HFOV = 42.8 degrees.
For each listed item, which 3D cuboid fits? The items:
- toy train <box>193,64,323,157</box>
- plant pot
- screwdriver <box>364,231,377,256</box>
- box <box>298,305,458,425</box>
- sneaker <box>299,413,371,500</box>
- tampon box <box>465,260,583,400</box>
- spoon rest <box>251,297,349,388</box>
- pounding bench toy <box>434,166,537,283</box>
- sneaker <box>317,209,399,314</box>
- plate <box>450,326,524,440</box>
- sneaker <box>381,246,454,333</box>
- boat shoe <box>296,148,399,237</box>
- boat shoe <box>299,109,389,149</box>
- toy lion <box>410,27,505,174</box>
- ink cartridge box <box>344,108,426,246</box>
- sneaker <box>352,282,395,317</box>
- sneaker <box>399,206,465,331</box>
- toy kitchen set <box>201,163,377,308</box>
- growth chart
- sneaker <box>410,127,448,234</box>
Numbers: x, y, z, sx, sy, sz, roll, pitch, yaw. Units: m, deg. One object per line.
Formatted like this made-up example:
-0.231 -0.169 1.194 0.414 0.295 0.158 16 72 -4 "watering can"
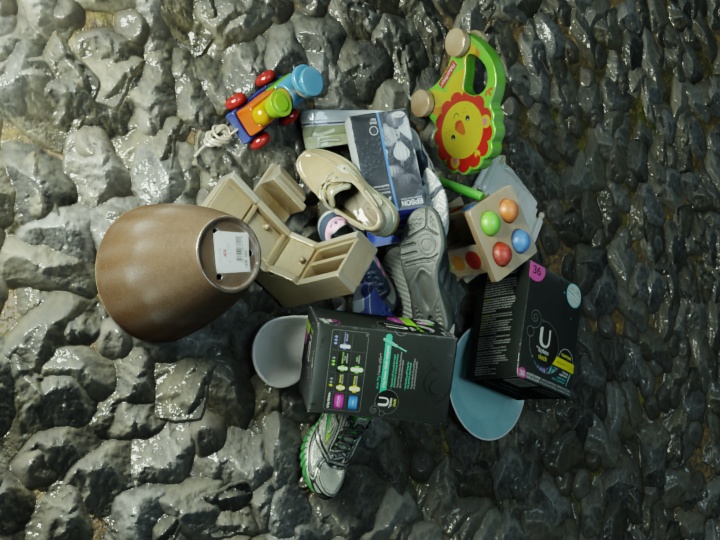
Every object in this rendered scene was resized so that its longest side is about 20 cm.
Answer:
-0.145 -0.226 1.331 0.200 0.115 0.085 -46 111 -34 "toy train"
-0.217 -0.009 1.186 0.184 0.198 0.191 7 78 -38 "plant pot"
0.011 -0.083 1.492 0.029 0.027 0.205 -3 88 -68 "screwdriver"
0.020 0.131 1.290 0.195 0.149 0.127 6 95 -9 "box"
-0.031 0.241 1.376 0.077 0.084 0.204 26 68 -33 "sneaker"
0.286 0.108 1.598 0.148 0.125 0.204 23 69 -35 "tampon box"
-0.082 0.097 1.371 0.199 0.060 0.101 -35 105 -38 "spoon rest"
0.188 -0.091 1.559 0.123 0.155 0.203 -31 103 -37 "pounding bench toy"
0.000 0.000 1.429 0.070 0.082 0.201 -37 106 -3 "sneaker"
0.220 0.198 1.628 0.197 0.025 0.205 8 78 -38 "plate"
0.096 0.061 1.521 0.104 0.074 0.205 -4 78 -54 "sneaker"
-0.029 -0.120 1.368 0.073 0.199 0.065 -56 155 16 "boat shoe"
-0.012 -0.227 1.482 0.196 0.072 0.064 -5 100 -30 "boat shoe"
0.181 -0.273 1.545 0.068 0.202 0.193 -6 49 -40 "toy lion"
0.043 -0.144 1.418 0.097 0.039 0.204 -10 84 -16 "ink cartridge box"
0.058 0.105 1.422 0.081 0.113 0.203 -81 158 -61 "sneaker"
0.112 0.003 1.424 0.114 0.075 0.204 -15 96 -72 "sneaker"
-0.090 -0.083 1.315 0.200 0.179 0.165 45 57 -24 "toy kitchen set"
0.279 -0.121 1.728 0.201 0.018 0.146 51 56 -22 "growth chart"
0.098 -0.129 1.508 0.202 0.078 0.129 65 9 10 "sneaker"
